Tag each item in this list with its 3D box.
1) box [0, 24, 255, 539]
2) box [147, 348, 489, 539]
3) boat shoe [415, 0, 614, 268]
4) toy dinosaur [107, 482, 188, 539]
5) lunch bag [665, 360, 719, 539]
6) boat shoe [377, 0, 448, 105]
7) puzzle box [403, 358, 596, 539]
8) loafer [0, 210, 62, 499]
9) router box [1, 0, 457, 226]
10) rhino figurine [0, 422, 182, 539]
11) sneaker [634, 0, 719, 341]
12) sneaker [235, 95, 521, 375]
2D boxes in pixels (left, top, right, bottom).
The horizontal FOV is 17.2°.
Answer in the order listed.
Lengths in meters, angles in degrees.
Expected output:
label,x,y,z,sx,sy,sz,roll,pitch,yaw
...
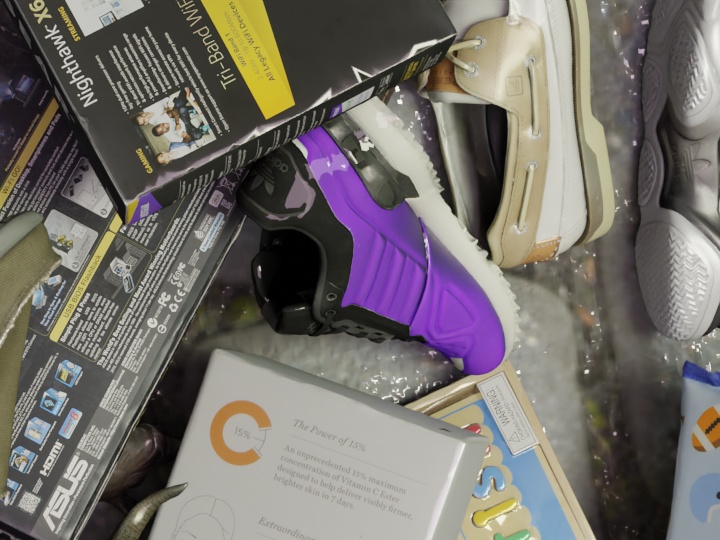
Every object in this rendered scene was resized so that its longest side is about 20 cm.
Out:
label,x,y,z,sx,sy,sz,roll,pitch,yaw
box,-0.156,0.006,1.056,0.161,0.049,0.200,28,73,-5
box,-0.034,0.151,1.094,0.124,0.097,0.200,20,90,10
boat shoe,0.064,-0.097,1.118,0.068,0.075,0.200,-25,106,-28
toy dinosaur,-0.131,0.178,1.009,0.200,0.102,0.077,-46,68,12
lunch bag,0.235,0.143,1.163,0.200,0.124,0.170,18,78,-45
boat shoe,0.003,-0.136,1.068,0.074,0.073,0.200,5,115,-19
puzzle box,0.054,0.159,1.157,0.133,0.025,0.200,-25,83,-7
loafer,-0.175,0.068,0.983,0.070,0.075,0.200,32,79,-13
router box,-0.076,-0.143,0.995,0.157,0.052,0.200,-27,85,-10
rhino figurine,-0.170,0.096,1.105,0.200,0.087,0.060,-7,63,-13
sneaker,0.200,-0.065,1.164,0.114,0.075,0.200,-1,106,-14
sneaker,0.000,0.000,1.097,0.099,0.070,0.200,-42,137,-7
